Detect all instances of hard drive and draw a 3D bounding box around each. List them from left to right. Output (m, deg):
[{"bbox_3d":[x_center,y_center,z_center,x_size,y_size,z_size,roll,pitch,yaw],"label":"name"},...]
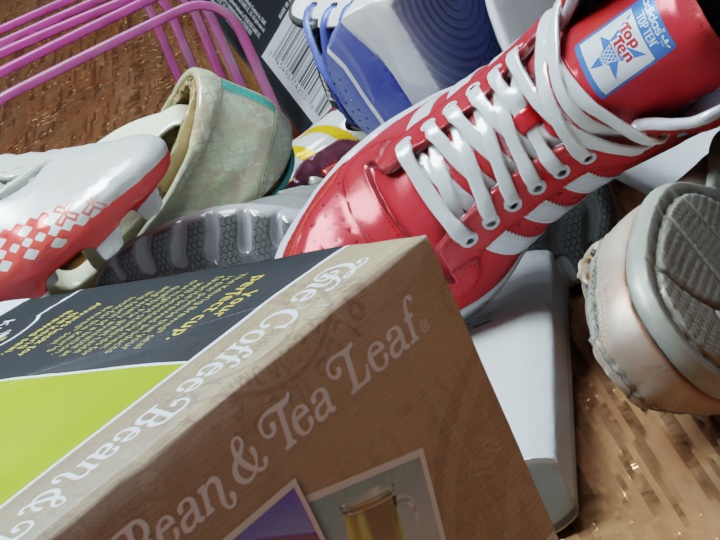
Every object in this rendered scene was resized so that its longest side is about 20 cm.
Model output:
[{"bbox_3d":[0.005,0.054,0.861,0.131,0.026,0.200,-22,15,10],"label":"hard drive"}]

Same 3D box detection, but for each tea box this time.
[{"bbox_3d":[-0.083,0.102,0.624,0.196,0.134,0.200,-9,21,46],"label":"tea box"}]

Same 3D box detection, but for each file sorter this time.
[{"bbox_3d":[-0.118,-0.055,1.230,0.138,0.126,0.200,-27,15,-12],"label":"file sorter"}]

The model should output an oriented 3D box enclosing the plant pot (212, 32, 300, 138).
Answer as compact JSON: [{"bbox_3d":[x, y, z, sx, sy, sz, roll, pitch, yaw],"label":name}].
[{"bbox_3d":[0.032,-0.148,1.263,0.199,0.187,0.186,-31,10,26],"label":"plant pot"}]

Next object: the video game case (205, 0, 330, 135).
[{"bbox_3d":[-0.005,-0.167,1.177,0.025,0.181,0.200,8,34,-42],"label":"video game case"}]

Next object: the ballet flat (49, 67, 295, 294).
[{"bbox_3d":[-0.111,-0.006,1.042,0.200,0.062,0.068,-44,38,15],"label":"ballet flat"}]

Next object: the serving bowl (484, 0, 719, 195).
[{"bbox_3d":[0.141,-0.118,0.945,0.199,0.201,0.066,-22,-3,6],"label":"serving bowl"}]

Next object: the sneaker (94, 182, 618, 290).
[{"bbox_3d":[0.000,0.000,0.997,0.199,0.075,0.082,-11,8,8],"label":"sneaker"}]

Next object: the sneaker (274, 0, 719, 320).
[{"bbox_3d":[0.056,-0.044,0.849,0.199,0.071,0.112,-35,-5,-6],"label":"sneaker"}]

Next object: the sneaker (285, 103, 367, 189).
[{"bbox_3d":[-0.011,-0.026,1.092,0.199,0.075,0.090,-29,23,6],"label":"sneaker"}]

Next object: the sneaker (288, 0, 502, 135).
[{"bbox_3d":[0.022,-0.081,1.013,0.115,0.081,0.199,-23,11,29],"label":"sneaker"}]

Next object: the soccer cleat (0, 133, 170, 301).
[{"bbox_3d":[-0.157,-0.017,0.984,0.199,0.085,0.069,-24,14,33],"label":"soccer cleat"}]

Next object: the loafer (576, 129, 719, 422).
[{"bbox_3d":[0.100,0.008,0.819,0.063,0.072,0.200,-36,3,25],"label":"loafer"}]
